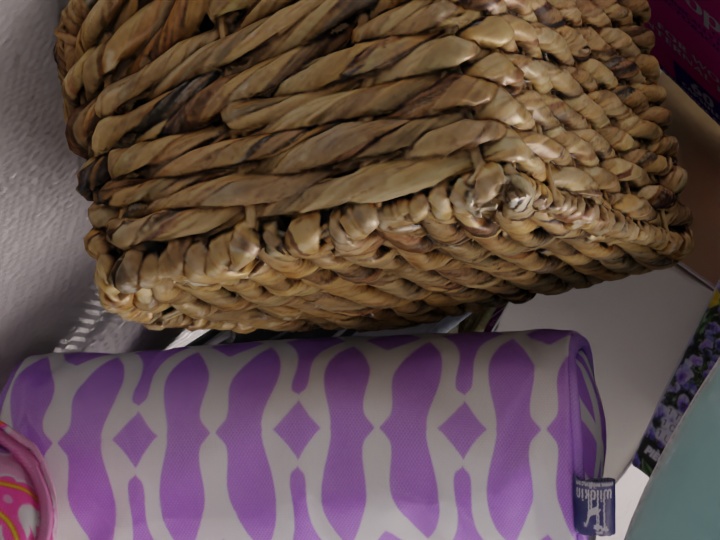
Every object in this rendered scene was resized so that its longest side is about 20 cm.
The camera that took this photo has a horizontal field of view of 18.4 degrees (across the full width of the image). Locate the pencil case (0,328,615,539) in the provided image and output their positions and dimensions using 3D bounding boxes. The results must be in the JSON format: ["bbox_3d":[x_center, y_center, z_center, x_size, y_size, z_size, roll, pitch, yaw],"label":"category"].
[{"bbox_3d":[-0.016,0.064,0.698,0.084,0.199,0.086,-63,149,-66],"label":"pencil case"}]

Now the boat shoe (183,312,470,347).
[{"bbox_3d":[0.001,0.000,0.761,0.199,0.068,0.074,-40,174,23],"label":"boat shoe"}]

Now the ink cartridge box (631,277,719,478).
[{"bbox_3d":[0.173,-0.012,0.750,0.109,0.050,0.200,-21,141,-49],"label":"ink cartridge box"}]

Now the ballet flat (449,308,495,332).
[{"bbox_3d":[0.037,0.001,0.835,0.067,0.063,0.200,5,147,-10],"label":"ballet flat"}]

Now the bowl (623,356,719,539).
[{"bbox_3d":[0.180,0.063,0.680,0.201,0.105,0.201,-38,150,-26],"label":"bowl"}]

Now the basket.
[{"bbox_3d":[-0.003,-0.065,0.624,0.142,0.149,0.200,-13,172,21],"label":"basket"}]

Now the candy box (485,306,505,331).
[{"bbox_3d":[0.091,0.045,1.073,0.136,0.061,0.200,-37,164,-11],"label":"candy box"}]

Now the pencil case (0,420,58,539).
[{"bbox_3d":[-0.158,0.122,0.684,0.087,0.087,0.200,-26,158,-43],"label":"pencil case"}]

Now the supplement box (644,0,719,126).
[{"bbox_3d":[0.152,-0.121,0.765,0.103,0.101,0.200,-41,162,-5],"label":"supplement box"}]

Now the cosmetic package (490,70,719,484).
[{"bbox_3d":[0.116,-0.013,0.877,0.105,0.071,0.200,-61,175,34],"label":"cosmetic package"}]
